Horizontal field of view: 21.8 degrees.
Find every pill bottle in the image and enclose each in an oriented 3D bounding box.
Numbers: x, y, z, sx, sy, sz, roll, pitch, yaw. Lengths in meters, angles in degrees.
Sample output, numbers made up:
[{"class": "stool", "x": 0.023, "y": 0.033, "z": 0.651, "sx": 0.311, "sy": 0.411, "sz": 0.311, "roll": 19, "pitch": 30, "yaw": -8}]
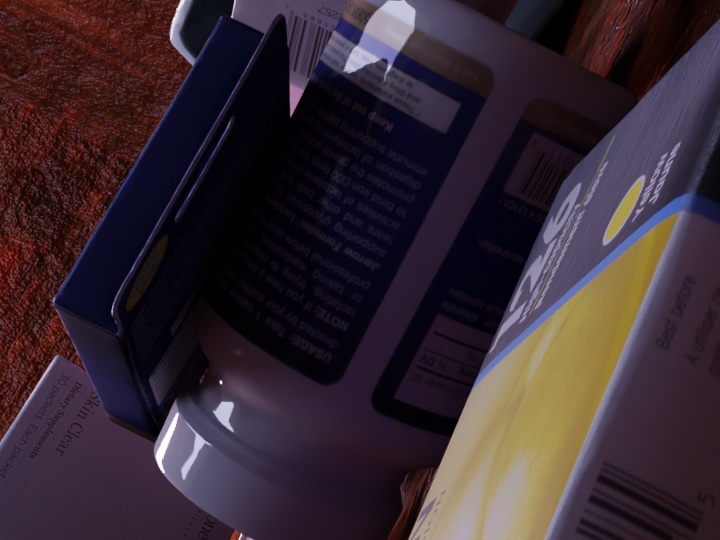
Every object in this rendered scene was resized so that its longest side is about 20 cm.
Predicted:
[{"class": "pill bottle", "x": 0.009, "y": 0.001, "z": 0.686, "sx": 0.200, "sy": 0.116, "sz": 0.116, "roll": -62, "pitch": 4, "yaw": 9}]

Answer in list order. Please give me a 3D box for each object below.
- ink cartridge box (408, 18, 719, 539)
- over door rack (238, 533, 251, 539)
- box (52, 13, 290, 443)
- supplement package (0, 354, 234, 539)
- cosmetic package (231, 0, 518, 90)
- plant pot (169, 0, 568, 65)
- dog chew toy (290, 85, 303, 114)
[{"class": "ink cartridge box", "x": 0.044, "y": 0.048, "z": 0.440, "sx": 0.198, "sy": 0.047, "sz": 0.200, "roll": -66, "pitch": 7, "yaw": -24}, {"class": "over door rack", "x": -0.067, "y": 0.061, "z": 1.015, "sx": 0.148, "sy": 0.067, "sz": 0.200, "roll": 43, "pitch": 133, "yaw": 42}, {"class": "box", "x": -0.065, "y": -0.014, "z": 0.697, "sx": 0.121, "sy": 0.032, "sz": 0.200, "roll": -62, "pitch": -6, "yaw": -16}, {"class": "supplement package", "x": -0.154, "y": 0.170, "z": 0.829, "sx": 0.156, "sy": 0.111, "sz": 0.200, "roll": -50, "pitch": 10, "yaw": 51}, {"class": "cosmetic package", "x": 0.031, "y": -0.155, "z": 0.819, "sx": 0.074, "sy": 0.102, "sz": 0.200, "roll": 108, "pitch": -171, "yaw": -51}, {"class": "plant pot", "x": 0.035, "y": -0.185, "z": 1.144, "sx": 0.200, "sy": 0.196, "sz": 0.196, "roll": -46, "pitch": -6, "yaw": -32}, {"class": "dog chew toy", "x": 0.000, "y": 0.000, "z": 0.849, "sx": 0.125, "sy": 0.124, "sz": 0.200, "roll": 145, "pitch": 144, "yaw": -82}]
